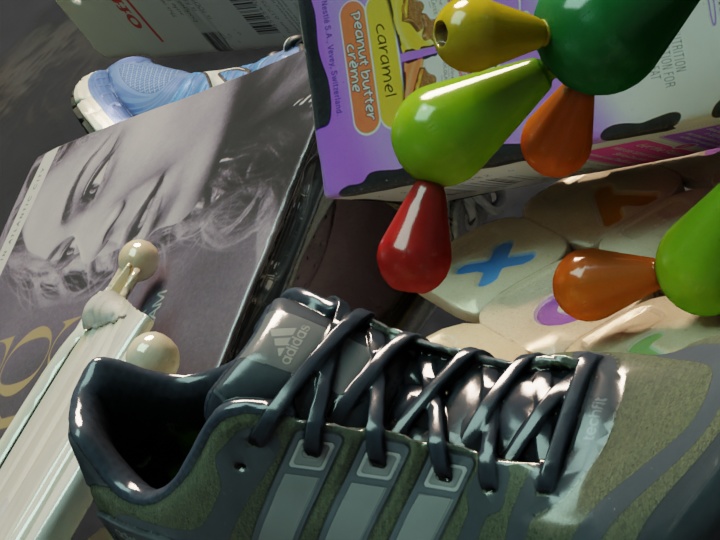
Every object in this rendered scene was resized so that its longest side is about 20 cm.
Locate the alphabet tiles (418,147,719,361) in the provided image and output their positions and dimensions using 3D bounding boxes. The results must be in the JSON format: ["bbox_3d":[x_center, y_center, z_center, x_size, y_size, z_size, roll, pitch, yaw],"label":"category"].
[{"bbox_3d":[0.101,0.000,0.696,0.200,0.015,0.196,-29,23,-15],"label":"alphabet tiles"}]

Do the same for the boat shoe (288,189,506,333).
[{"bbox_3d":[-0.001,0.000,0.830,0.065,0.074,0.202,15,62,53],"label":"boat shoe"}]

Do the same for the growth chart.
[{"bbox_3d":[-0.093,0.063,0.709,0.145,0.018,0.200,-59,10,2],"label":"growth chart"}]

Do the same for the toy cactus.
[{"bbox_3d":[0.098,-0.064,0.632,0.199,0.102,0.166,-4,75,30],"label":"toy cactus"}]

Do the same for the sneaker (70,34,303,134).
[{"bbox_3d":[-0.039,-0.041,0.955,0.089,0.079,0.200,-37,33,-12],"label":"sneaker"}]

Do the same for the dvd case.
[{"bbox_3d":[-0.080,0.006,0.845,0.200,0.016,0.149,-17,46,52],"label":"dvd case"}]

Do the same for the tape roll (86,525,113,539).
[{"bbox_3d":[-0.036,0.136,0.651,0.202,0.071,0.203,-31,26,17],"label":"tape roll"}]

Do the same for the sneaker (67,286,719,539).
[{"bbox_3d":[0.011,0.042,0.563,0.200,0.081,0.074,-17,34,37],"label":"sneaker"}]

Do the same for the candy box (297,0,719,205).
[{"bbox_3d":[0.079,-0.117,0.732,0.199,0.168,0.071,-10,-6,29],"label":"candy box"}]

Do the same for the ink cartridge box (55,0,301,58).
[{"bbox_3d":[-0.076,-0.158,1.130,0.200,0.116,0.068,2,47,53],"label":"ink cartridge box"}]
